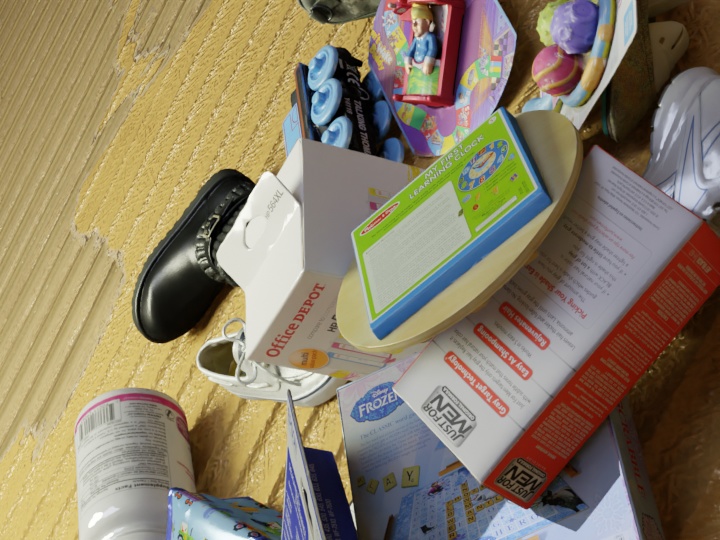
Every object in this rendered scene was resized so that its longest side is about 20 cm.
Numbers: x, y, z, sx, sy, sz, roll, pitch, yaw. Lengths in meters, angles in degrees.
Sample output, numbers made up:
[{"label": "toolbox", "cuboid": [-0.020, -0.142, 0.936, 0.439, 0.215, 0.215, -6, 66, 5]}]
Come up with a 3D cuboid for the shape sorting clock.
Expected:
[{"label": "shape sorting clock", "cuboid": [0.062, -0.026, 0.885, 0.200, 0.039, 0.200, -35, 29, 23]}]

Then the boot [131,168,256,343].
[{"label": "boot", "cuboid": [-0.147, 0.000, 1.393, 0.212, 0.079, 0.158, -61, 33, 5]}]

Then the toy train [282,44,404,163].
[{"label": "toy train", "cuboid": [-0.026, -0.125, 1.304, 0.114, 0.086, 0.201, -49, 35, 33]}]

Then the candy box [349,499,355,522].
[{"label": "candy box", "cuboid": [0.059, 0.180, 0.992, 0.200, 0.061, 0.136, -57, 35, 9]}]

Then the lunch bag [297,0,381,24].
[{"label": "lunch bag", "cuboid": [0.007, -0.356, 1.358, 0.167, 0.139, 0.201, -26, 50, 36]}]

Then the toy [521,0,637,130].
[{"label": "toy", "cuboid": [0.150, -0.159, 1.022, 0.200, 0.047, 0.116, 107, 169, -57]}]

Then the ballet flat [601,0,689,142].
[{"label": "ballet flat", "cuboid": [0.215, -0.190, 1.030, 0.071, 0.070, 0.201, -22, 53, 46]}]

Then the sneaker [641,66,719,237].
[{"label": "sneaker", "cuboid": [0.221, -0.043, 0.909, 0.087, 0.074, 0.201, 12, 80, 51]}]

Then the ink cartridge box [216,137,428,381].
[{"label": "ink cartridge box", "cuboid": [0.000, 0.000, 1.046, 0.129, 0.199, 0.126, 124, 150, -47]}]

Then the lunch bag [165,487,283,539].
[{"label": "lunch bag", "cuboid": [-0.112, 0.300, 1.144, 0.150, 0.094, 0.201, 14, 89, 54]}]

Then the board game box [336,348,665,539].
[{"label": "board game box", "cuboid": [0.085, 0.134, 0.894, 0.199, 0.041, 0.200, -26, 54, 26]}]

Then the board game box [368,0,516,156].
[{"label": "board game box", "cuboid": [0.054, -0.202, 1.224, 0.158, 0.039, 0.201, -50, 50, 36]}]

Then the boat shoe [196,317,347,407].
[{"label": "boat shoe", "cuboid": [-0.089, 0.075, 1.251, 0.202, 0.086, 0.075, -5, 64, 54]}]

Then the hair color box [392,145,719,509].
[{"label": "hair color box", "cuboid": [0.123, 0.034, 0.843, 0.200, 0.061, 0.102, -50, 47, 5]}]

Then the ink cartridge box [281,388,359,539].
[{"label": "ink cartridge box", "cuboid": [-0.020, 0.213, 0.900, 0.198, 0.047, 0.201, -111, 24, -60]}]

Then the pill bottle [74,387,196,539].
[{"label": "pill bottle", "cuboid": [-0.211, 0.219, 1.304, 0.113, 0.113, 0.201, -46, 37, 27]}]
